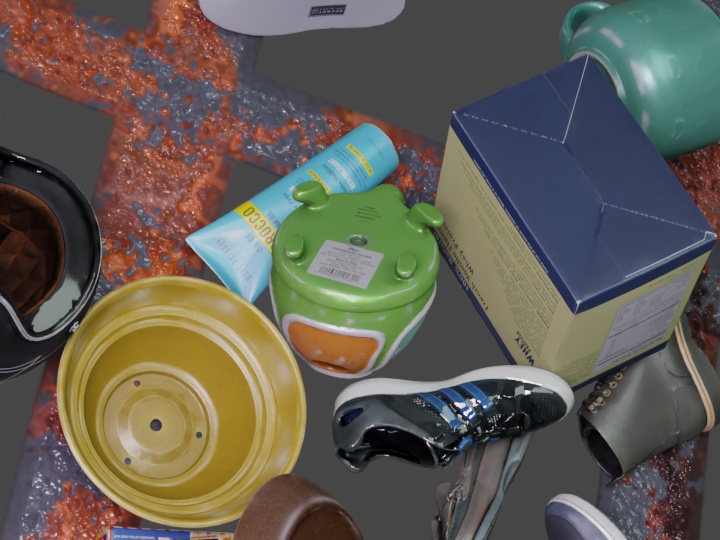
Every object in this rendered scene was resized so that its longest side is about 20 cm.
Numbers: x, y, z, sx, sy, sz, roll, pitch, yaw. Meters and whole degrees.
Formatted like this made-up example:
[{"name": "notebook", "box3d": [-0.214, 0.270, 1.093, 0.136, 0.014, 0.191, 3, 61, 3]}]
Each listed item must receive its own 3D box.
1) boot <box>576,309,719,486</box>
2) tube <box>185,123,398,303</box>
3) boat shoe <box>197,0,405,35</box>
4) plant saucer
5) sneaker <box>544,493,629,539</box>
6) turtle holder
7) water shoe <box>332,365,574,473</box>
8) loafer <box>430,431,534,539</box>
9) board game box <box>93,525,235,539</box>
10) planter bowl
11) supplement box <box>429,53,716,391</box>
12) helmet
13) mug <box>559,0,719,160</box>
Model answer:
[{"name": "boot", "box3d": [0.227, 0.078, 1.623, 0.138, 0.077, 0.200, -30, 83, -26]}, {"name": "tube", "box3d": [-0.053, -0.053, 1.563, 0.200, 0.050, 0.077, -40, 85, -26]}, {"name": "boat shoe", "box3d": [-0.056, -0.253, 1.632, 0.199, 0.069, 0.057, -3, 52, -27]}, {"name": "plant saucer", "box3d": [-0.037, 0.254, 1.383, 0.200, 0.034, 0.201, 25, 62, -59]}, {"name": "sneaker", "box3d": [0.174, 0.297, 1.506, 0.146, 0.077, 0.203, -23, 82, -33]}, {"name": "turtle holder", "box3d": [-0.010, 0.002, 1.508, 0.141, 0.132, 0.186, -3, 37, -13]}, {"name": "water shoe", "box3d": [0.077, 0.131, 1.493, 0.199, 0.072, 0.079, -6, 45, 9]}, {"name": "loafer", "box3d": [0.090, 0.186, 1.527, 0.063, 0.072, 0.200, 24, 53, 8]}, {"name": "board game box", "box3d": [-0.126, 0.300, 1.385, 0.151, 0.046, 0.201, 7, 67, -23]}, {"name": "planter bowl", "box3d": [-0.149, 0.112, 1.427, 0.200, 0.083, 0.201, 9, 66, -21]}, {"name": "supplement box", "box3d": [0.169, -0.029, 1.524, 0.134, 0.200, 0.200, -23, 65, -16]}, {"name": "helmet", "box3d": [-0.296, -0.002, 1.342, 0.191, 0.200, 0.201, 26, 52, -59]}, {"name": "mug", "box3d": [0.250, -0.175, 1.701, 0.114, 0.185, 0.152, -19, 103, -27]}]
